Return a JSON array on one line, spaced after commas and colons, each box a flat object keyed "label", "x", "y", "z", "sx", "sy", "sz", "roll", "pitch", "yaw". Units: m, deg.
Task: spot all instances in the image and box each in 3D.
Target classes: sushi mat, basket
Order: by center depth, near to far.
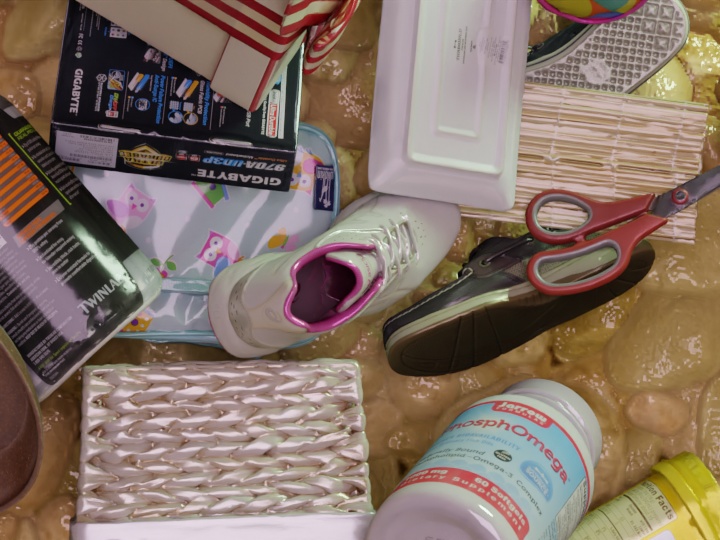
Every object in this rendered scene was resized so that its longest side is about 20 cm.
[{"label": "basket", "x": -0.092, "y": 0.123, "z": 1.557, "sx": 0.199, "sy": 0.136, "sz": 0.124, "roll": 0, "pitch": 85, "yaw": -7}, {"label": "sushi mat", "x": 0.132, "y": -0.076, "z": 1.593, "sx": 0.199, "sy": 0.012, "sz": 0.096, "roll": 7, "pitch": 97, "yaw": 2}]

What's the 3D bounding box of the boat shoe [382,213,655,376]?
[{"label": "boat shoe", "x": 0.101, "y": 0.009, "z": 1.615, "sx": 0.200, "sy": 0.072, "sz": 0.066, "roll": -22, "pitch": 58, "yaw": -11}]

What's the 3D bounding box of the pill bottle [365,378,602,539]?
[{"label": "pill bottle", "x": 0.087, "y": 0.148, "z": 1.538, "sx": 0.108, "sy": 0.200, "sz": 0.109, "roll": 10, "pitch": 116, "yaw": 21}]

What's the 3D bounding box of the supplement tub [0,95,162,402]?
[{"label": "supplement tub", "x": -0.228, "y": -0.025, "z": 1.479, "sx": 0.122, "sy": 0.123, "sz": 0.200, "roll": -41, "pitch": 92, "yaw": -6}]

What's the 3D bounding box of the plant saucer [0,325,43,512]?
[{"label": "plant saucer", "x": -0.274, "y": 0.064, "z": 1.451, "sx": 0.200, "sy": 0.200, "sz": 0.037, "roll": 40, "pitch": 43, "yaw": -4}]

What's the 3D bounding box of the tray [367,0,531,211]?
[{"label": "tray", "x": 0.065, "y": -0.145, "z": 1.559, "sx": 0.107, "sy": 0.022, "sz": 0.201, "roll": 8, "pitch": 82, "yaw": -22}]

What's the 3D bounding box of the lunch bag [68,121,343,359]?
[{"label": "lunch bag", "x": -0.106, "y": -0.024, "z": 1.585, "sx": 0.199, "sy": 0.077, "sz": 0.162, "roll": 4, "pitch": 88, "yaw": -6}]

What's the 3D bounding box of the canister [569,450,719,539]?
[{"label": "canister", "x": 0.171, "y": 0.235, "z": 1.606, "sx": 0.199, "sy": 0.087, "sz": 0.149, "roll": -29, "pitch": 92, "yaw": -5}]

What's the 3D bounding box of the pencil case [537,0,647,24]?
[{"label": "pencil case", "x": 0.155, "y": -0.267, "z": 1.586, "sx": 0.088, "sy": 0.088, "sz": 0.201, "roll": 4, "pitch": 69, "yaw": -6}]

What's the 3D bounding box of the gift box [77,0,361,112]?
[{"label": "gift box", "x": -0.069, "y": -0.230, "z": 1.465, "sx": 0.186, "sy": 0.200, "sz": 0.185, "roll": 31, "pitch": 60, "yaw": 0}]

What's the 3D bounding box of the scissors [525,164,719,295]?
[{"label": "scissors", "x": 0.203, "y": -0.037, "z": 1.573, "sx": 0.199, "sy": 0.014, "sz": 0.074, "roll": -14, "pitch": 71, "yaw": 2}]

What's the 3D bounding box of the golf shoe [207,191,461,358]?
[{"label": "golf shoe", "x": 0.000, "y": 0.000, "z": 1.521, "sx": 0.199, "sy": 0.091, "sz": 0.076, "roll": -30, "pitch": 102, "yaw": -32}]

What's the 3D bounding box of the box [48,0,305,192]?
[{"label": "box", "x": -0.115, "y": -0.154, "z": 1.557, "sx": 0.158, "sy": 0.046, "sz": 0.201, "roll": 6, "pitch": 57, "yaw": -6}]

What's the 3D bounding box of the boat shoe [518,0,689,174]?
[{"label": "boat shoe", "x": 0.137, "y": -0.124, "z": 1.625, "sx": 0.200, "sy": 0.062, "sz": 0.075, "roll": -36, "pitch": 95, "yaw": 6}]
